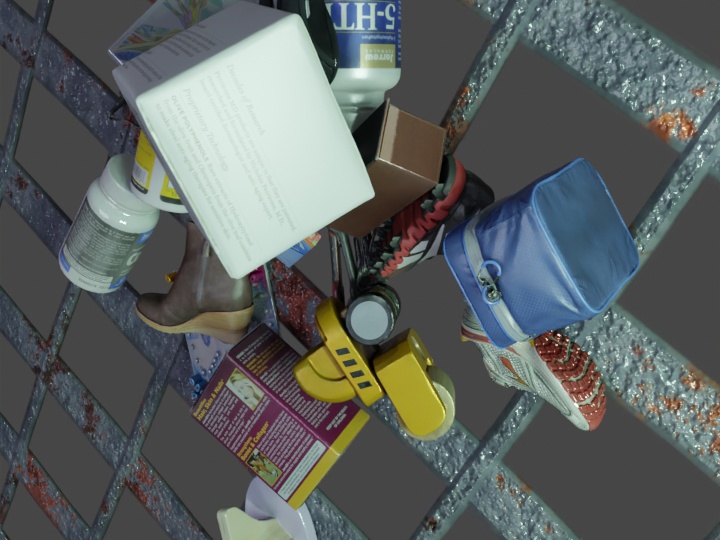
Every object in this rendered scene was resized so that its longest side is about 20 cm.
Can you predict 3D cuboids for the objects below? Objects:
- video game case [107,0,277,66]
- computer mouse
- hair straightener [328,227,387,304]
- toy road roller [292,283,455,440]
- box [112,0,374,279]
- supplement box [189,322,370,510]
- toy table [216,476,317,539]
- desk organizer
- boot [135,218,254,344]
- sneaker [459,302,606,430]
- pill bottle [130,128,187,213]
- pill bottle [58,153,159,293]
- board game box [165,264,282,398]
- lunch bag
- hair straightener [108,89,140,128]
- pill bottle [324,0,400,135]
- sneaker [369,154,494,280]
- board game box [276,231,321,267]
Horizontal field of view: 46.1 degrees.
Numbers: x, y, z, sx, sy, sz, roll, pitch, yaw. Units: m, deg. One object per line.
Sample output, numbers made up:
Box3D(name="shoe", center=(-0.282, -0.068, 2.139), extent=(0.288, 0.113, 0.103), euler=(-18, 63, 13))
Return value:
Box3D(name="video game case", center=(-0.172, -0.267, 1.030), extent=(0.182, 0.200, 0.022), euler=(44, 170, -10))
Box3D(name="computer mouse", center=(-0.086, -0.282, 0.930), extent=(0.140, 0.045, 0.204), euler=(-24, 77, 59))
Box3D(name="hair straightener", center=(0.000, 0.000, 1.076), extent=(0.075, 0.041, 0.204), euler=(-4, 93, 11))
Box3D(name="toy road roller", center=(0.011, 0.121, 1.001), extent=(0.145, 0.123, 0.202), euler=(-33, 91, 9))
Box3D(name="box", center=(-0.122, -0.141, 0.858), extent=(0.202, 0.170, 0.199), euler=(64, 169, -28))
Box3D(name="supplement box", center=(-0.109, 0.195, 1.137), extent=(0.199, 0.103, 0.132), euler=(41, 123, 6))
Box3D(name="toy table", center=(-0.145, 0.410, 1.229), extent=(0.182, 0.116, 0.203), euler=(-22, 89, 37))
Box3D(name="desk organizer", center=(0.013, -0.106, 0.954), extent=(0.200, 0.076, 0.073), euler=(-32, 43, 60))
Box3D(name="boot", center=(-0.236, 0.006, 1.192), extent=(0.196, 0.072, 0.170), euler=(11, 113, 22))
Box3D(name="sneaker", center=(0.190, 0.102, 0.944), extent=(0.200, 0.077, 0.083), euler=(47, 128, 29))
Box3D(name="pill bottle", center=(-0.245, -0.192, 1.165), extent=(0.110, 0.111, 0.203), euler=(33, 118, 26))
Box3D(name="pill bottle", center=(-0.373, -0.072, 1.286), extent=(0.114, 0.113, 0.201), euler=(49, 124, 16))
Box3D(name="board game box", center=(-0.199, 0.089, 1.250), extent=(0.197, 0.026, 0.204), euler=(-9, 95, 38))
Box3D(name="lunch bag", center=(0.173, -0.011, 0.845), extent=(0.131, 0.199, 0.138), euler=(-28, 90, 39))
Box3D(name="hair straightener", center=(-0.311, -0.264, 1.240), extent=(0.199, 0.041, 0.078), euler=(-31, 82, 37))
Box3D(name="pill bottle", center=(-0.011, -0.262, 0.971), extent=(0.118, 0.119, 0.204), euler=(8, 106, 34))
Box3D(name="sneaker", center=(0.082, -0.045, 0.971), extent=(0.201, 0.096, 0.072), euler=(-49, 31, 44))
Box3D(name="board game box", center=(-0.148, -0.087, 1.098), extent=(0.199, 0.020, 0.103), euler=(40, 153, -9))
